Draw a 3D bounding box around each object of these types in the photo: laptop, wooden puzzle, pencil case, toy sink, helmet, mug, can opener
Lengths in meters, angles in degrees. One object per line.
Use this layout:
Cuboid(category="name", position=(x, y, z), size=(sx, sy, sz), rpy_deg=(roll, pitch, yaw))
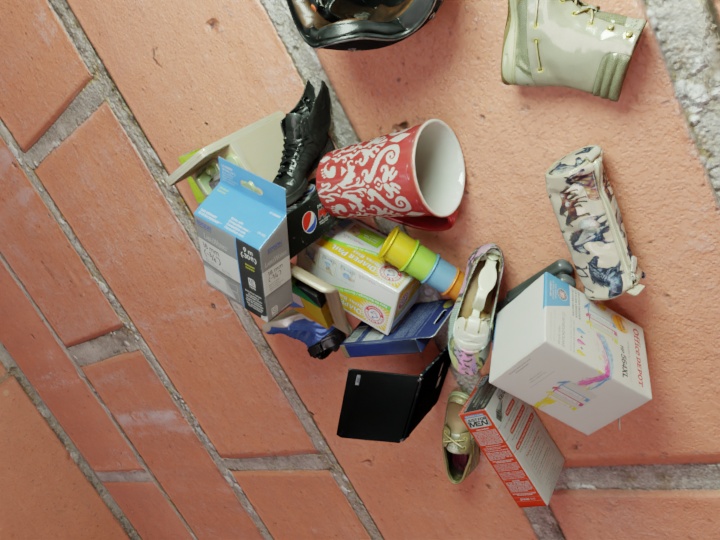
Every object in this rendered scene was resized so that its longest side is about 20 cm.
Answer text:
Cuboid(category="laptop", position=(0.065, 0.205, 1.067), size=(0.103, 0.200, 0.179), rpy_deg=(30, 132, 23))
Cuboid(category="wooden puzzle", position=(-0.106, 0.035, 1.021), size=(0.184, 0.037, 0.200), rpy_deg=(28, 163, 20))
Cuboid(category="pencil case", position=(0.306, -0.062, 0.792), size=(0.089, 0.077, 0.202), rpy_deg=(1, 120, 57))
Cuboid(category="toy sink", position=(-0.198, -0.162, 1.015), size=(0.130, 0.200, 0.113), rpy_deg=(-23, 103, 42))
Cuboid(category="helmet", position=(0.012, -0.365, 0.734), size=(0.200, 0.189, 0.202), rpy_deg=(159, 90, -75))
Cuboid(category="mug", position=(0.044, -0.120, 0.916), size=(0.198, 0.133, 0.180), rpy_deg=(-1, 116, 40))
Cuboid(category="can opener", position=(0.259, 0.056, 0.938), size=(0.066, 0.054, 0.200), rpy_deg=(24, 139, -23))

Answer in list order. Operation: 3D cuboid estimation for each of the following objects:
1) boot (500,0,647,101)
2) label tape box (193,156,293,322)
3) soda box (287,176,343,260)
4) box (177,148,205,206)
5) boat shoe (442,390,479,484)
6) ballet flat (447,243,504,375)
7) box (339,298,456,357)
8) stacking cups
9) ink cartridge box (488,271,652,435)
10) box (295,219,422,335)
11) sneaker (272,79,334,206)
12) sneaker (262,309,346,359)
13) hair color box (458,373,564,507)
Cuboid(category="boot", position=(0.246, -0.299, 0.688), size=(0.153, 0.072, 0.202), rpy_deg=(20, 133, 26))
Cuboid(category="label tape box", position=(-0.173, -0.044, 0.888), size=(0.143, 0.063, 0.202), rpy_deg=(27, 135, 30))
Cuboid(category="soda box", position=(-0.082, -0.094, 0.972), size=(0.063, 0.200, 0.072), rpy_deg=(7, 123, 35))
Cuboid(category="box", position=(-0.268, -0.140, 1.186), size=(0.121, 0.048, 0.202), rpy_deg=(-2, 117, 38))
Cuboid(category="boat shoe", position=(0.188, 0.319, 1.139), size=(0.073, 0.066, 0.202), rpy_deg=(9, 123, 32))
Cuboid(category="ballet flat", position=(0.173, 0.054, 0.901), size=(0.068, 0.203, 0.071), rpy_deg=(13, 172, 5))
Cuboid(category="box", position=(0.072, 0.099, 1.041), size=(0.198, 0.121, 0.033), rpy_deg=(-12, 112, 41))
Cuboid(category="stacking cups", position=(0.122, 0.010, 0.961), size=(0.199, 0.061, 0.061), rpy_deg=(34, 135, -9))
Cuboid(category="ink cartridge box", position=(0.301, 0.124, 0.853), size=(0.198, 0.129, 0.126), rpy_deg=(27, 136, -10))
Cuboid(category="box", position=(0.000, 0.000, 1.036), size=(0.198, 0.112, 0.102), rpy_deg=(28, 134, 17))
Cuboid(category="sneaker", position=(-0.098, -0.196, 0.935), size=(0.059, 0.201, 0.105), rpy_deg=(9, 139, 33))
Cuboid(category="sneaker", position=(-0.112, 0.134, 1.231), size=(0.198, 0.077, 0.112), rpy_deg=(-18, 98, 35))
Cuboid(category="hair color box", position=(0.260, 0.285, 1.034), size=(0.064, 0.111, 0.201), rpy_deg=(-24, 102, 43))
